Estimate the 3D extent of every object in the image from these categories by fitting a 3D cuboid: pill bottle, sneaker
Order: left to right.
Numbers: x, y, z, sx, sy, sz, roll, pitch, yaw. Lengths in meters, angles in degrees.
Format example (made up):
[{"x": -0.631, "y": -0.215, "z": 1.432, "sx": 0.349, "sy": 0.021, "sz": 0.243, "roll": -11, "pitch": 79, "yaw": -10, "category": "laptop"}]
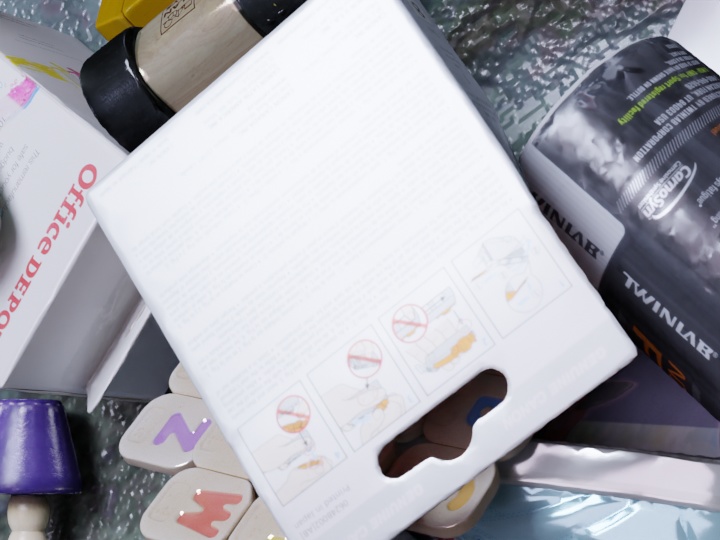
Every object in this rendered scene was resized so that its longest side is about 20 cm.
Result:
[{"x": 0.076, "y": 0.112, "z": 0.789, "sx": 0.199, "sy": 0.074, "sz": 0.082, "roll": 2, "pitch": 83, "yaw": 34, "category": "sneaker"}, {"x": 0.160, "y": 0.005, "z": 0.749, "sx": 0.200, "sy": 0.106, "sz": 0.106, "roll": 44, "pitch": 106, "yaw": 24, "category": "pill bottle"}]

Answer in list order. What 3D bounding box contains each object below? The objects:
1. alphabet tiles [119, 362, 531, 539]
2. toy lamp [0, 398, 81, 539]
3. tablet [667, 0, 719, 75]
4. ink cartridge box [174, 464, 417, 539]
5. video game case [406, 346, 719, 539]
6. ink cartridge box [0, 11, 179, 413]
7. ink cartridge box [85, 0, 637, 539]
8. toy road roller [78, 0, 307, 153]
[{"x": -0.008, "y": 0.050, "z": 0.816, "sx": 0.195, "sy": 0.015, "sz": 0.200, "roll": 8, "pitch": 49, "yaw": 38, "category": "alphabet tiles"}, {"x": -0.173, "y": 0.167, "z": 0.970, "sx": 0.058, "sy": 0.058, "sz": 0.201, "roll": -3, "pitch": 81, "yaw": 31, "category": "toy lamp"}, {"x": 0.212, "y": -0.060, "z": 0.789, "sx": 0.200, "sy": 0.014, "sz": 0.131, "roll": 31, "pitch": 100, "yaw": 31, "category": "tablet"}, {"x": -0.010, "y": 0.193, "z": 0.832, "sx": 0.200, "sy": 0.084, "sz": 0.145, "roll": 34, "pitch": 115, "yaw": 32, "category": "ink cartridge box"}, {"x": 0.091, "y": 0.109, "z": 0.835, "sx": 0.182, "sy": 0.023, "sz": 0.200, "roll": 40, "pitch": 104, "yaw": 29, "category": "video game case"}, {"x": -0.152, "y": -0.028, "z": 0.941, "sx": 0.200, "sy": 0.125, "sz": 0.129, "roll": 39, "pitch": 104, "yaw": 29, "category": "ink cartridge box"}, {"x": 0.000, "y": 0.000, "z": 0.758, "sx": 0.160, "sy": 0.047, "sz": 0.200, "roll": -38, "pitch": 70, "yaw": 14, "category": "ink cartridge box"}, {"x": -0.039, "y": -0.109, "z": 0.905, "sx": 0.123, "sy": 0.146, "sz": 0.200, "roll": -34, "pitch": 31, "yaw": 22, "category": "toy road roller"}]
